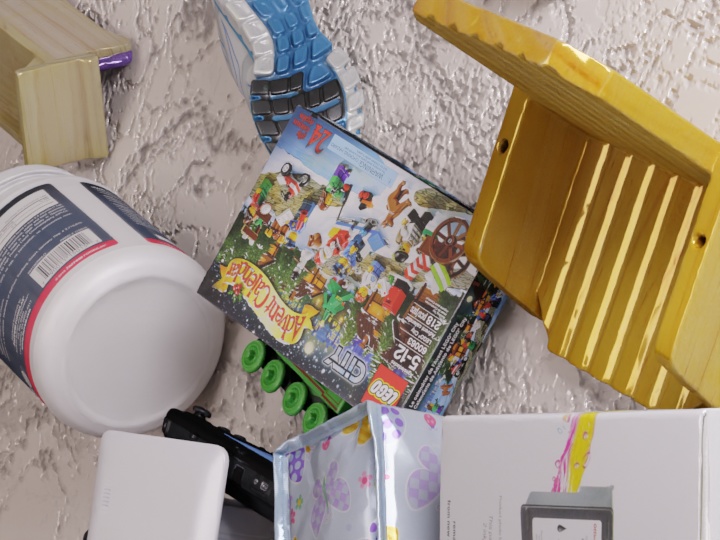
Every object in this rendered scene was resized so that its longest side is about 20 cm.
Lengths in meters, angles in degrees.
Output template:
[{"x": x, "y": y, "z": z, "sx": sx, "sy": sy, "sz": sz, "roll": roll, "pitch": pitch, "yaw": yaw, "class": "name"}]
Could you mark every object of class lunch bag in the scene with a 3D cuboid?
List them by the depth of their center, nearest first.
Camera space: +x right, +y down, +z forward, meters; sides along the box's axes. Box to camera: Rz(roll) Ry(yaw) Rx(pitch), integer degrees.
[{"x": 0.051, "y": 0.186, "z": 1.487, "sx": 0.127, "sy": 0.170, "sz": 0.200, "roll": -27, "pitch": 57, "yaw": 52, "class": "lunch bag"}]

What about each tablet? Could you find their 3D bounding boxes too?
[{"x": -0.135, "y": 0.201, "z": 1.693, "sx": 0.130, "sy": 0.014, "sz": 0.200, "roll": 3, "pitch": 84, "yaw": 50, "class": "tablet"}]

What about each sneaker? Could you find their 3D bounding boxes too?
[{"x": -0.049, "y": -0.127, "z": 1.824, "sx": 0.087, "sy": 0.075, "sz": 0.200, "roll": 94, "pitch": 158, "yaw": -60, "class": "sneaker"}]

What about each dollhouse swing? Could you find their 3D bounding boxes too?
[{"x": 0.106, "y": -0.033, "z": 1.466, "sx": 0.200, "sy": 0.176, "sz": 0.182, "roll": 31, "pitch": 106, "yaw": 53, "class": "dollhouse swing"}]

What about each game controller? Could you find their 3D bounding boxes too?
[{"x": -0.043, "y": 0.131, "z": 1.692, "sx": 0.200, "sy": 0.104, "sz": 0.042, "roll": 25, "pitch": 96, "yaw": 55, "class": "game controller"}]

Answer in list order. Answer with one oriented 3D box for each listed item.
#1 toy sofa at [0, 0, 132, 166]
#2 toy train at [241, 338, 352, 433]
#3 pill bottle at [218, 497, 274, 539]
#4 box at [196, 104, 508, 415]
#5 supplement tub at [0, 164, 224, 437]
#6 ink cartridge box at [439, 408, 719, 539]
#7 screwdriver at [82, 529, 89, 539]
[{"x": -0.249, "y": -0.152, "z": 2.103, "sx": 0.200, "sy": 0.098, "sz": 0.083, "roll": 37, "pitch": 135, "yaw": 53, "class": "toy sofa"}, {"x": -0.014, "y": 0.079, "z": 1.725, "sx": 0.056, "sy": 0.042, "sz": 0.200, "roll": -60, "pitch": 38, "yaw": 10, "class": "toy train"}, {"x": -0.101, "y": 0.244, "z": 1.739, "sx": 0.111, "sy": 0.111, "sz": 0.200, "roll": 8, "pitch": 87, "yaw": 55, "class": "pill bottle"}, {"x": 0.000, "y": 0.000, "z": 1.677, "sx": 0.200, "sy": 0.038, "sz": 0.137, "roll": 33, "pitch": 97, "yaw": 43, "class": "box"}, {"x": -0.194, "y": 0.017, "z": 1.909, "sx": 0.200, "sy": 0.140, "sz": 0.140, "roll": 38, "pitch": 111, "yaw": 53, "class": "supplement tub"}, {"x": 0.156, "y": 0.142, "z": 1.357, "sx": 0.200, "sy": 0.147, "sz": 0.146, "roll": -6, "pitch": 83, "yaw": 54, "class": "ink cartridge box"}, {"x": -0.135, "y": 0.153, "z": 1.882, "sx": 0.200, "sy": 0.028, "sz": 0.029, "roll": -40, "pitch": 78, "yaw": 46, "class": "screwdriver"}]
